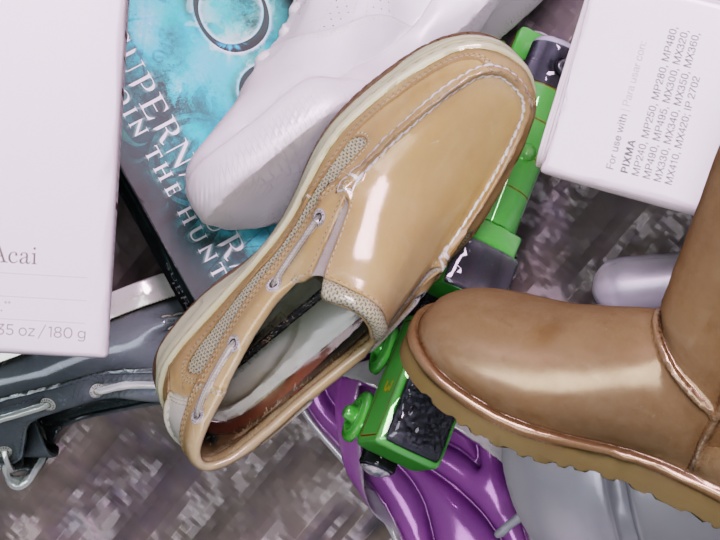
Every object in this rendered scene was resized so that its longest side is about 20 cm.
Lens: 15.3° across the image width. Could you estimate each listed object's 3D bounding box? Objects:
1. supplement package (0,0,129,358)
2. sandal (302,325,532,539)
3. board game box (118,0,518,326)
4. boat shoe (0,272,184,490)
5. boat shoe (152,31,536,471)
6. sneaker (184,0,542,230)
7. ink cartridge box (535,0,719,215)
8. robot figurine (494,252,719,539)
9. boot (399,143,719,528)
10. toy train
[{"bbox_3d":[-0.150,-0.070,1.013,0.121,0.120,0.200,3,89,-6],"label":"supplement package"},{"bbox_3d":[0.027,0.079,1.136,0.082,0.050,0.203,-31,89,11],"label":"sandal"},{"bbox_3d":[-0.039,-0.060,1.110,0.135,0.028,0.200,-30,92,-18],"label":"board game box"},{"bbox_3d":[-0.151,0.063,1.160,0.200,0.073,0.062,-24,88,8],"label":"boat shoe"},{"bbox_3d":[0.000,0.000,1.022,0.072,0.076,0.200,33,105,-21],"label":"boat shoe"},{"bbox_3d":[-0.007,-0.100,1.082,0.200,0.075,0.088,-41,73,-14],"label":"sneaker"},{"bbox_3d":[0.180,-0.056,1.039,0.200,0.145,0.084,16,98,9],"label":"ink cartridge box"},{"bbox_3d":[0.143,0.066,1.077,0.200,0.113,0.170,-11,113,12],"label":"robot figurine"},{"bbox_3d":[0.123,-0.014,0.951,0.175,0.066,0.200,21,125,2],"label":"boot"},{"bbox_3d":[0.044,-0.010,1.083,0.042,0.056,0.200,25,77,-15],"label":"toy train"}]
